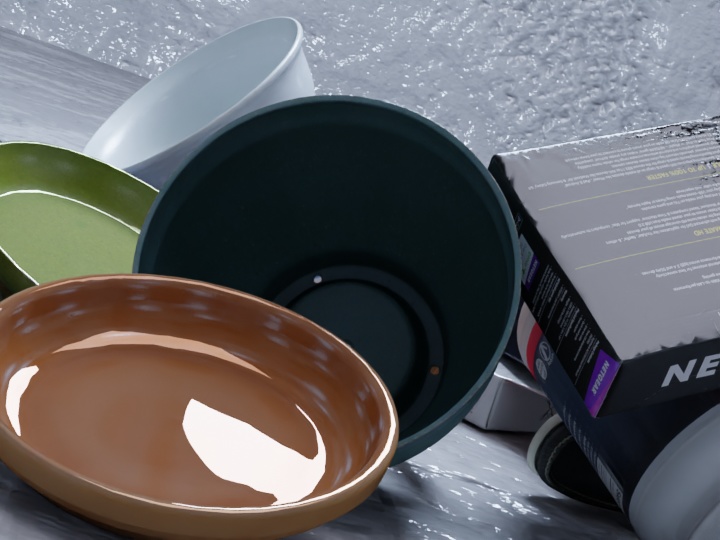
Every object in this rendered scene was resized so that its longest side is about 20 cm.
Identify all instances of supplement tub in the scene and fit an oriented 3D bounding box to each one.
[{"bbox_3d":[0.191,0.075,1.028,0.140,0.140,0.200,12,36,-45],"label":"supplement tub"}]

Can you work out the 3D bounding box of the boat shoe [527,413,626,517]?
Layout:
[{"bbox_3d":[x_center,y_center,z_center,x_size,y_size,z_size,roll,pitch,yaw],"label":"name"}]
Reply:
[{"bbox_3d":[0.198,0.130,1.127,0.199,0.072,0.068,16,18,-24],"label":"boat shoe"}]

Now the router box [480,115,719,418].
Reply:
[{"bbox_3d":[0.182,-0.011,0.972,0.199,0.051,0.150,-11,52,-22],"label":"router box"}]

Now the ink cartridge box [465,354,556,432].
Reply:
[{"bbox_3d":[0.147,0.097,1.314,0.176,0.045,0.200,24,9,36],"label":"ink cartridge box"}]

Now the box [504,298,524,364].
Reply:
[{"bbox_3d":[0.209,0.041,1.255,0.181,0.105,0.200,17,3,-15],"label":"box"}]

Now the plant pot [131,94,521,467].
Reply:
[{"bbox_3d":[-0.013,0.025,0.976,0.199,0.201,0.134,22,-19,13],"label":"plant pot"}]

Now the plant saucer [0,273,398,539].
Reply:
[{"bbox_3d":[-0.082,0.065,0.821,0.199,0.038,0.200,12,27,-6],"label":"plant saucer"}]

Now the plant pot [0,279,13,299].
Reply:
[{"bbox_3d":[-0.195,0.007,1.144,0.199,0.028,0.200,19,8,-3],"label":"plant pot"}]

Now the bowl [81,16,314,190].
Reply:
[{"bbox_3d":[-0.108,-0.098,1.369,0.091,0.201,0.201,56,-7,-23],"label":"bowl"}]

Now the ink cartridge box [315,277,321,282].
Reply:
[{"bbox_3d":[0.014,0.009,1.303,0.115,0.067,0.200,-20,6,5],"label":"ink cartridge box"}]

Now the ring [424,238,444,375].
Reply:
[{"bbox_3d":[0.000,0.000,1.086,0.200,0.201,0.019,25,34,32],"label":"ring"}]

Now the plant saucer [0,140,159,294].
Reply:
[{"bbox_3d":[-0.148,-0.003,1.067,0.199,0.031,0.200,30,23,-14],"label":"plant saucer"}]

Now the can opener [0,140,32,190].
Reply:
[{"bbox_3d":[-0.273,-0.075,1.180,0.078,0.064,0.200,13,11,-38],"label":"can opener"}]

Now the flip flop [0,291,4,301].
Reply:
[{"bbox_3d":[-0.229,0.009,0.929,0.081,0.058,0.200,20,8,3],"label":"flip flop"}]
